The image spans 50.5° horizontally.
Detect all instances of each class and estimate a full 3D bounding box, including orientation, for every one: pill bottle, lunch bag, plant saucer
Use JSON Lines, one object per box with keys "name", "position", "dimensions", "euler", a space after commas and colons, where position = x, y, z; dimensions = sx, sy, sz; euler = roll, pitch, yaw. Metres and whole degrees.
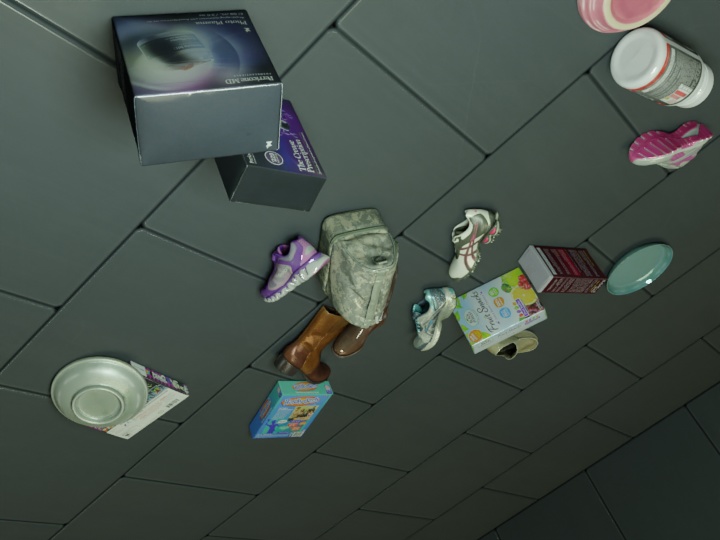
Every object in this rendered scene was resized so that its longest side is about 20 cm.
{"name": "pill bottle", "position": [0.586, -0.384, 1.472], "dimensions": [0.200, 0.116, 0.116], "euler": [9, 131, -36]}
{"name": "lunch bag", "position": [0.000, 0.000, 1.558], "dimensions": [0.139, 0.168, 0.200], "euler": [-9, 141, -20]}
{"name": "plant saucer", "position": [0.478, -0.498, 1.328], "dimensions": [0.200, 0.051, 0.201], "euler": [-15, 141, -13]}
{"name": "plant saucer", "position": [-0.556, 0.273, 1.624], "dimensions": [0.200, 0.050, 0.200], "euler": [-5, 126, -8]}
{"name": "plant saucer", "position": [0.760, -0.009, 2.096], "dimensions": [0.200, 0.027, 0.200], "euler": [-16, 142, -13]}

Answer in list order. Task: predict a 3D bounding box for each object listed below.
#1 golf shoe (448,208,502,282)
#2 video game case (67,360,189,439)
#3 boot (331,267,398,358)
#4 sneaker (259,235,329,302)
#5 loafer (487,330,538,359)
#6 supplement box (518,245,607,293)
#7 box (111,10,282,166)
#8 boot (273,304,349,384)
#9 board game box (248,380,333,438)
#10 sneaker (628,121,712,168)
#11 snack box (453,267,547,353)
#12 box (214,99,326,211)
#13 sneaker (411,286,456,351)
{"name": "golf shoe", "position": [0.236, -0.061, 1.714], "dimensions": [0.088, 0.077, 0.200], "euler": [16, 127, -16]}
{"name": "video game case", "position": [-0.523, 0.298, 1.728], "dimensions": [0.200, 0.036, 0.181], "euler": [-36, 141, 14]}
{"name": "boot", "position": [0.011, 0.086, 1.717], "dimensions": [0.186, 0.064, 0.200], "euler": [-43, 160, -36]}
{"name": "sneaker", "position": [-0.149, -0.006, 1.551], "dimensions": [0.200, 0.088, 0.080], "euler": [-35, -172, 43]}
{"name": "loafer", "position": [0.423, 0.212, 2.135], "dimensions": [0.200, 0.068, 0.076], "euler": [3, 135, -32]}
{"name": "supplement box", "position": [0.502, -0.001, 1.891], "dimensions": [0.200, 0.109, 0.061], "euler": [2, 136, -30]}
{"name": "box", "position": [-0.232, -0.265, 1.083], "dimensions": [0.200, 0.199, 0.123], "euler": [-11, 141, -19]}
{"name": "boot", "position": [-0.087, 0.173, 1.828], "dimensions": [0.188, 0.069, 0.200], "euler": [28, 108, -43]}
{"name": "board game box", "position": [-0.183, 0.364, 1.994], "dimensions": [0.152, 0.045, 0.200], "euler": [7, 133, -34]}
{"name": "sneaker", "position": [0.686, -0.262, 1.704], "dimensions": [0.200, 0.081, 0.088], "euler": [-14, 140, -13]}
{"name": "snack box", "position": [0.338, 0.098, 1.889], "dimensions": [0.200, 0.142, 0.053], "euler": [-26, 143, 2]}
{"name": "box", "position": [-0.156, -0.194, 1.209], "dimensions": [0.141, 0.200, 0.079], "euler": [2, 136, -33]}
{"name": "sneaker", "position": [0.159, 0.115, 1.881], "dimensions": [0.086, 0.078, 0.200], "euler": [7, 126, -20]}
